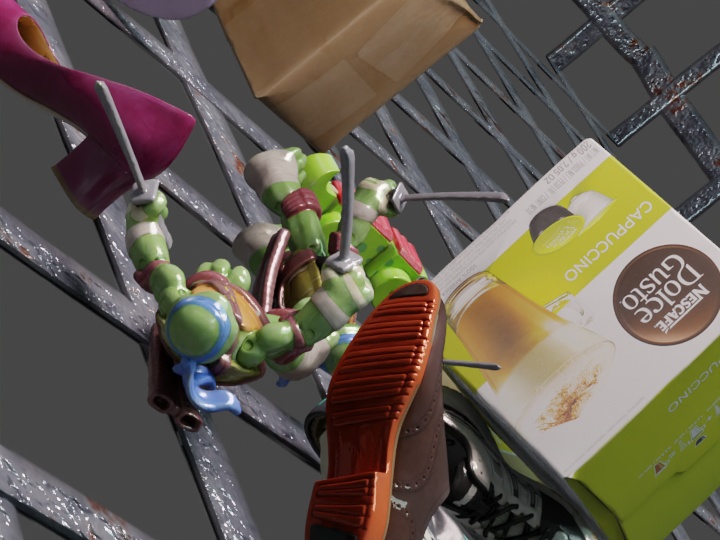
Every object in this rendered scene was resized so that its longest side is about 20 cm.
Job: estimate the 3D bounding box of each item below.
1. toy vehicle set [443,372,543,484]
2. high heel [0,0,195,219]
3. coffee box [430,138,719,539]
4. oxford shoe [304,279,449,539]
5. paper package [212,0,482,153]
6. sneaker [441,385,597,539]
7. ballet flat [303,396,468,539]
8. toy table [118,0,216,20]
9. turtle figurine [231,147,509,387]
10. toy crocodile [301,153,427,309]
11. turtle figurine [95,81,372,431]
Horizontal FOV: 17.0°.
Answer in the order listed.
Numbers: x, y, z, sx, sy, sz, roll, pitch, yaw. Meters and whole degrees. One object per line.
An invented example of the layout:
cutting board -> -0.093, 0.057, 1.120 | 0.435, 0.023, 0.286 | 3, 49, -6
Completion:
toy vehicle set -> 0.090, 0.130, 1.938 | 0.200, 0.027, 0.124 | 56, 14, 22
high heel -> -0.184, -0.134, 1.559 | 0.067, 0.096, 0.200 | 31, 24, -57
coffee box -> 0.188, 0.064, 1.802 | 0.198, 0.200, 0.200 | 45, -4, 33
oxford shoe -> 0.022, 0.104, 1.492 | 0.073, 0.071, 0.200 | 33, 65, -39
paper package -> -0.016, -0.239, 2.209 | 0.103, 0.200, 0.191 | 40, 17, -40
sneaker -> 0.089, 0.171, 1.745 | 0.200, 0.076, 0.088 | 44, 17, 14
ballet flat -> 0.020, 0.163, 1.533 | 0.200, 0.073, 0.073 | 63, 16, 21
toy table -> -0.171, -0.303, 1.958 | 0.200, 0.184, 0.117 | 58, 29, -7
turtle figurine -> 0.000, 0.000, 1.687 | 0.194, 0.200, 0.144 | 51, -6, 45
toy crocodile -> 0.004, -0.026, 1.997 | 0.200, 0.062, 0.068 | 43, 15, -35
turtle figurine -> -0.064, -0.006, 1.432 | 0.194, 0.144, 0.200 | 57, 25, -81
